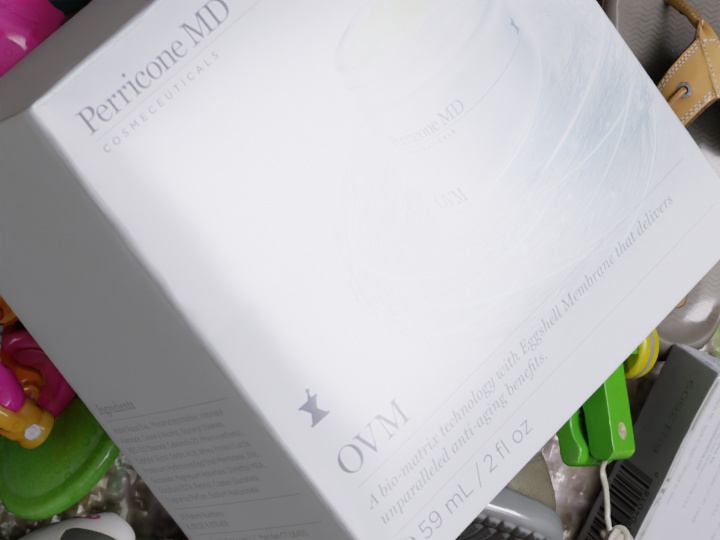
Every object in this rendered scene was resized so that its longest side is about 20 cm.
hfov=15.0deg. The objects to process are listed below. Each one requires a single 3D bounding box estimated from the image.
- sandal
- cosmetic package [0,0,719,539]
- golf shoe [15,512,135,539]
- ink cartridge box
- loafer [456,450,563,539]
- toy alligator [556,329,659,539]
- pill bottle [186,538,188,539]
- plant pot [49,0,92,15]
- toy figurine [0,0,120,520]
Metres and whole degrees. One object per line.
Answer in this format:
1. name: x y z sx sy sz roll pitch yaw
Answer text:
1. sandal: 0.144 -0.059 1.200 0.081 0.055 0.201 4 92 -24
2. cosmetic package: -0.009 -0.026 0.933 0.199 0.123 0.200 -44 103 -27
3. golf shoe: -0.097 0.195 1.092 0.088 0.077 0.201 -30 110 -36
4. ink cartridge box: 0.205 0.121 1.231 0.199 0.050 0.109 23 97 -25
5. loafer: -0.005 0.067 1.138 0.199 0.075 0.070 25 51 -23
6. toy alligator: 0.091 0.041 1.176 0.059 0.054 0.201 1 86 -47
7. pill bottle: -0.025 0.176 1.059 0.109 0.109 0.201 26 50 -24
8. plant pot: -0.130 -0.190 1.021 0.199 0.135 0.202 -2 94 -25
9. toy figurine: -0.135 -0.026 1.014 0.184 0.150 0.200 35 103 -33
